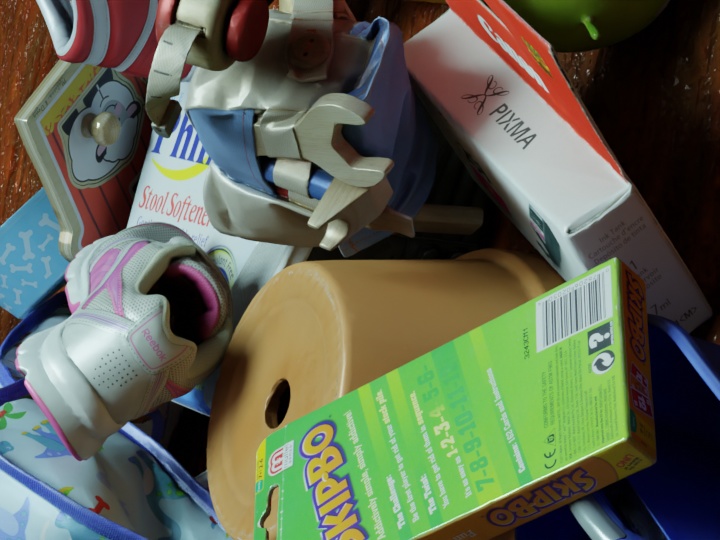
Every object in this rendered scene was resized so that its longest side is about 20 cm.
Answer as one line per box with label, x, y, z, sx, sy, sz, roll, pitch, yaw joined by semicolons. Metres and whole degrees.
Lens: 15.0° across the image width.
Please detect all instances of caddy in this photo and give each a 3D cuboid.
caddy;0.131;0.106;1.120;0.142;0.105;0.200;-65;29;21

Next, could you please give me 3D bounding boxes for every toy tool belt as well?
toy tool belt;-0.011;-0.073;1.268;0.200;0.123;0.125;63;-134;-64

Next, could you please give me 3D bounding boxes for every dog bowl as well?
dog bowl;-0.162;-0.044;1.691;0.200;0.050;0.111;-43;2;-30

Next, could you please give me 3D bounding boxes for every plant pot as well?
plant pot;0.018;0.076;1.311;0.200;0.140;0.200;-37;45;49

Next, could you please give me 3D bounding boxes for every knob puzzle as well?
knob puzzle;-0.113;-0.075;1.622;0.030;0.220;0.220;12;88;31

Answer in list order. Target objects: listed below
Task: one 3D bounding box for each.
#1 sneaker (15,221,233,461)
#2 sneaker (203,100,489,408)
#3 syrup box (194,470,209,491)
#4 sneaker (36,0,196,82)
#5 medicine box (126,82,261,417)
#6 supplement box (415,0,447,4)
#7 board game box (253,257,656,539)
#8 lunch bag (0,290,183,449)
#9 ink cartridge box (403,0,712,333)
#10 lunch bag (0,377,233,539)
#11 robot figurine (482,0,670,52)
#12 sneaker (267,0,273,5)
sneaker;-0.099;0.024;1.372;0.088;0.081;0.200;-28;17;17
sneaker;0.000;0.000;1.404;0.200;0.099;0.071;-61;18;-10
syrup box;-0.039;0.200;1.398;0.081;0.079;0.200;-26;61;51
sneaker;-0.122;-0.203;1.477;0.071;0.112;0.200;11;98;63
medicine box;-0.050;-0.019;1.522;0.182;0.103;0.200;15;91;62
supplement box;-0.005;-0.205;1.404;0.200;0.126;0.074;59;-141;-75
board game box;0.035;0.075;1.147;0.200;0.030;0.096;-26;42;28
lunch bag;-0.186;0.122;1.626;0.200;0.124;0.170;-38;-29;-74
ink cartridge box;0.068;-0.069;1.253;0.044;0.174;0.200;-37;37;-1
lunch bag;-0.140;0.175;1.353;0.200;0.127;0.170;33;114;19
robot figurine;0.101;-0.195;1.310;0.175;0.116;0.200;156;122;-65
sneaker;-0.063;-0.209;1.591;0.200;0.074;0.081;-41;32;-17
